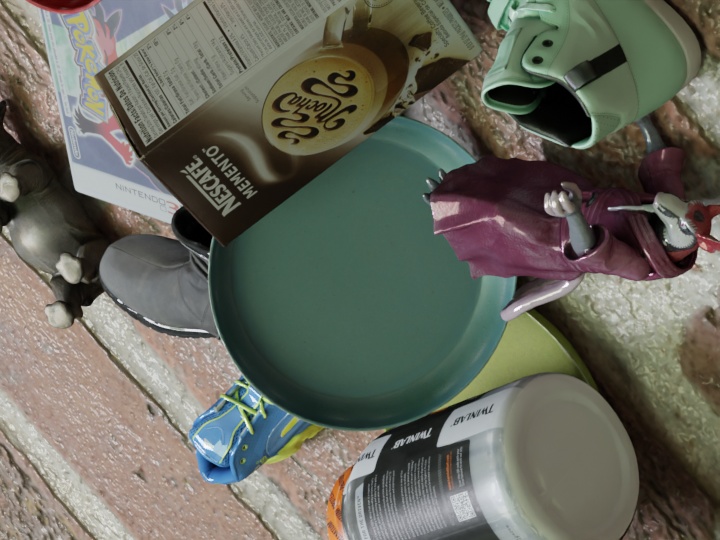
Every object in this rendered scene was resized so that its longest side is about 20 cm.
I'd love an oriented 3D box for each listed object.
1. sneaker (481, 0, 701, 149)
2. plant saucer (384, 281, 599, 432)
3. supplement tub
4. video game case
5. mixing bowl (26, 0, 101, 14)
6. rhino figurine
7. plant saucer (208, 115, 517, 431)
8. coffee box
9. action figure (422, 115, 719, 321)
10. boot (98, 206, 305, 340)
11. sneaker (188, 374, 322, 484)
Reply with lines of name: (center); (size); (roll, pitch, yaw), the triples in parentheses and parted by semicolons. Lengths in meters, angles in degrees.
sneaker: (0.089, -0.154, 1.435); (0.200, 0.118, 0.074); (42, 140, 14)
plant saucer: (0.090, 0.087, 1.678); (0.199, 0.031, 0.201); (23, 131, 29)
supplement tub: (0.073, 0.146, 1.619); (0.200, 0.122, 0.123); (-24, 101, 48)
video game case: (-0.140, -0.118, 1.692); (0.181, 0.023, 0.201); (19, 131, 34)
mixing bowl: (-0.168, -0.274, 1.585); (0.199, 0.108, 0.201); (24, 126, 39)
rhino figurine: (-0.251, -0.055, 1.857); (0.060, 0.087, 0.200); (-35, 91, 20)
plant saucer: (0.000, 0.000, 1.581); (0.201, 0.199, 0.027); (62, 171, -12)
coffee box: (-0.042, -0.122, 1.493); (0.080, 0.200, 0.113); (57, -174, 37)
action figure: (0.135, -0.018, 1.480); (0.199, 0.134, 0.150); (10, 125, 42)
boot: (-0.104, -0.005, 1.678); (0.199, 0.070, 0.132); (21, 154, 26)
sneaker: (-0.059, 0.092, 1.763); (0.076, 0.105, 0.200); (42, 139, 11)
